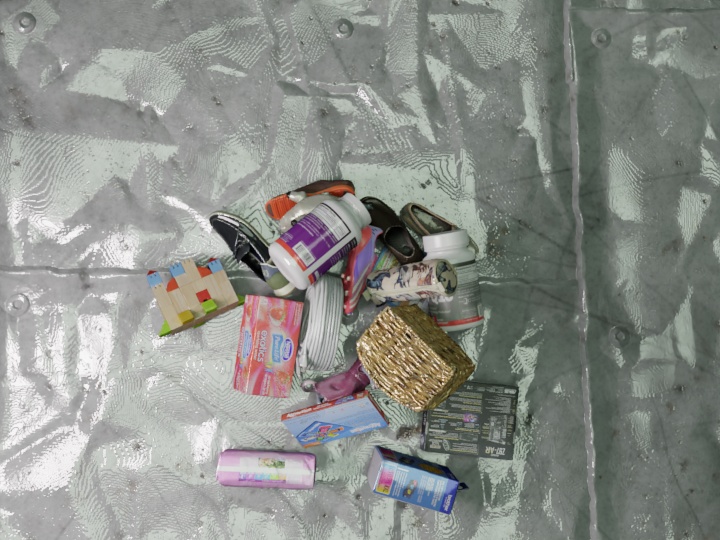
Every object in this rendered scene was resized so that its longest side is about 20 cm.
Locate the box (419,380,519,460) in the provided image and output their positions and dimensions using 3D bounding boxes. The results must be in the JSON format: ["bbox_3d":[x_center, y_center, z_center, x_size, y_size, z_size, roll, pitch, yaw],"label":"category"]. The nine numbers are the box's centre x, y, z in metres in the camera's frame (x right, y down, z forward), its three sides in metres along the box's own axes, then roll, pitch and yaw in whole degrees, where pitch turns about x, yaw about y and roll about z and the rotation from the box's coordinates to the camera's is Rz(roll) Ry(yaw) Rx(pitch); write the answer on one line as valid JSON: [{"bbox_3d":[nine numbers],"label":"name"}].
[{"bbox_3d":[0.236,0.319,1.668,0.199,0.044,0.161,6,84,-6],"label":"box"}]

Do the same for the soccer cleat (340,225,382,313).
[{"bbox_3d":[0.000,0.000,1.637,0.076,0.067,0.201,0,110,-20],"label":"soccer cleat"}]

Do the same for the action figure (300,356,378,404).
[{"bbox_3d":[-0.003,0.223,1.636,0.149,0.134,0.200,33,82,25],"label":"action figure"}]

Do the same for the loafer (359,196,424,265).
[{"bbox_3d":[0.066,-0.091,1.659,0.073,0.071,0.200,-42,74,-5],"label":"loafer"}]

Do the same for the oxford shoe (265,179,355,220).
[{"bbox_3d":[-0.107,-0.155,1.674,0.199,0.073,0.072,-8,124,5],"label":"oxford shoe"}]

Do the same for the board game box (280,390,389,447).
[{"bbox_3d":[-0.052,0.306,1.576,0.199,0.020,0.103,-19,127,19],"label":"board game box"}]

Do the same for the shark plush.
[{"bbox_3d":[-0.076,-0.129,1.631,0.199,0.084,0.091,-20,55,-11],"label":"shark plush"}]

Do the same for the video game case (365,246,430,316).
[{"bbox_3d":[0.123,0.027,1.698,0.199,0.018,0.144,31,82,-3],"label":"video game case"}]

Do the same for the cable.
[{"bbox_3d":[-0.082,0.105,1.574,0.069,0.200,0.201,11,107,-10],"label":"cable"}]

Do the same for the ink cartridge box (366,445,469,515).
[{"bbox_3d":[0.121,0.436,1.596,0.199,0.136,0.077,19,88,-5],"label":"ink cartridge box"}]

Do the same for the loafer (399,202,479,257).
[{"bbox_3d":[0.176,-0.082,1.691,0.199,0.063,0.072,33,81,-2],"label":"loafer"}]

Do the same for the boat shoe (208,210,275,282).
[{"bbox_3d":[-0.244,-0.050,1.630,0.200,0.075,0.062,42,47,-5],"label":"boat shoe"}]

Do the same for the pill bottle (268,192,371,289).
[{"bbox_3d":[-0.077,-0.063,1.527,0.200,0.112,0.113,-40,90,-14],"label":"pill bottle"}]

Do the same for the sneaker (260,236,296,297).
[{"bbox_3d":[-0.133,-0.043,1.612,0.200,0.067,0.090,-51,123,-28],"label":"sneaker"}]

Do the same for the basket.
[{"bbox_3d":[0.106,0.180,1.544,0.200,0.149,0.143,44,107,19],"label":"basket"}]

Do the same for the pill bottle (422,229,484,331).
[{"bbox_3d":[0.192,0.020,1.627,0.113,0.114,0.201,-10,95,-7],"label":"pill bottle"}]

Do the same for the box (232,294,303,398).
[{"bbox_3d":[-0.191,0.156,1.593,0.102,0.095,0.201,11,85,-27],"label":"box"}]

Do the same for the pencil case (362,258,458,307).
[{"bbox_3d":[0.103,0.027,1.570,0.078,0.199,0.090,58,45,-24],"label":"pencil case"}]

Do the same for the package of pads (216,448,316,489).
[{"bbox_3d":[-0.191,0.405,1.571,0.199,0.121,0.076,4,78,-6],"label":"package of pads"}]

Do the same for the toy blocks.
[{"bbox_3d":[-0.352,0.039,1.610,0.199,0.100,0.137,-24,79,-19],"label":"toy blocks"}]
